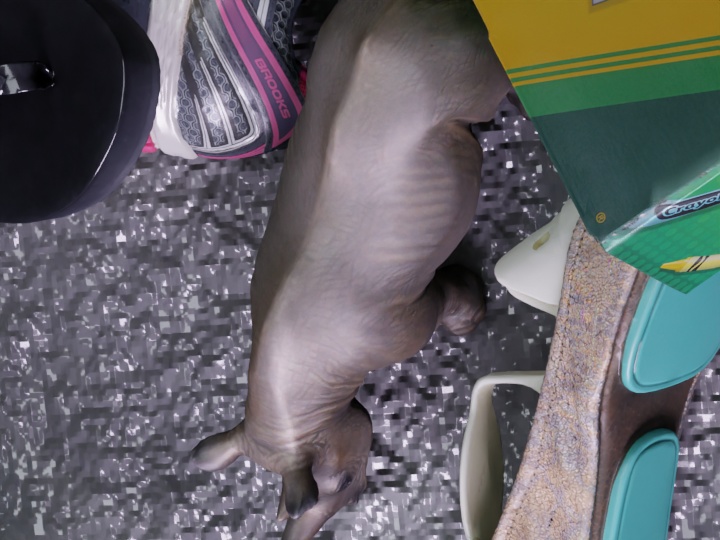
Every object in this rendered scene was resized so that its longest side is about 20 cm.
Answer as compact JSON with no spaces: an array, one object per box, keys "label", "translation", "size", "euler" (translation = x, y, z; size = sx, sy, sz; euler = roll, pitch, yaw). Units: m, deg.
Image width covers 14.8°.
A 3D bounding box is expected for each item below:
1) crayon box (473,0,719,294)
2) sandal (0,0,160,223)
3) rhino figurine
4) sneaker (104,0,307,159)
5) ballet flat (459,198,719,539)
[{"label":"crayon box","translation":[0.083,-0.109,0.748],"size":[0.119,0.058,0.200],"euler":[-35,61,19]},{"label":"sandal","translation":[-0.148,-0.059,0.836],"size":[0.200,0.043,0.076],"euler":[13,104,30]},{"label":"rhino figurine","translation":[0.000,0.000,0.825],"size":[0.060,0.087,0.200],"euler":[25,106,24]},{"label":"sneaker","translation":[-0.039,-0.134,0.846],"size":[0.075,0.081,0.200],"euler":[5,99,-1]},{"label":"ballet flat","translation":[0.066,0.029,0.807],"size":[0.067,0.068,0.200],"euler":[23,104,31]}]
